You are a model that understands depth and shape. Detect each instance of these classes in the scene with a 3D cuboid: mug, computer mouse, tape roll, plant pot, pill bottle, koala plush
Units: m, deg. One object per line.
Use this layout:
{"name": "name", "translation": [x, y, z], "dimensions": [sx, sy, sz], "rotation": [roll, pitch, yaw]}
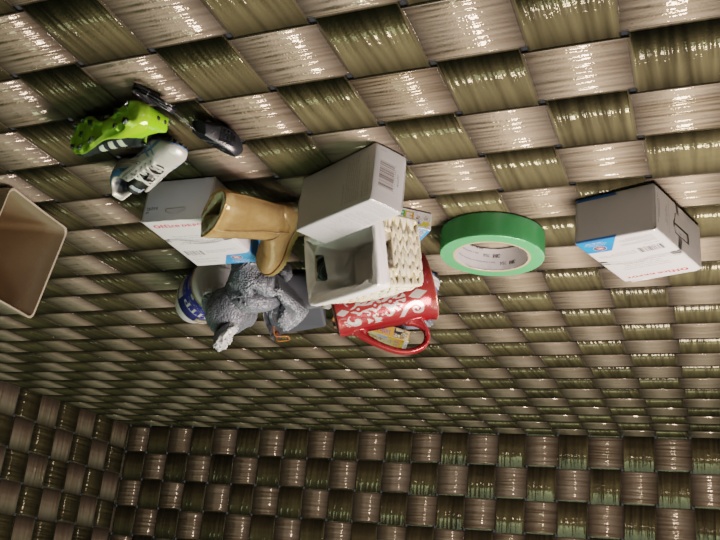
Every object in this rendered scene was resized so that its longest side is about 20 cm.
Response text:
{"name": "mug", "translation": [0.046, 0.067, 1.630], "dimensions": [0.196, 0.179, 0.135], "rotation": [-12, 136, -5]}
{"name": "computer mouse", "translation": [-0.256, -0.232, 1.278], "dimensions": [0.199, 0.035, 0.058], "rotation": [31, 174, -39]}
{"name": "tape roll", "translation": [0.249, -0.047, 1.593], "dimensions": [0.196, 0.049, 0.201], "rotation": [5, 159, 2]}
{"name": "plant pot", "translation": [-0.742, -0.046, 1.683], "dimensions": [0.173, 0.204, 0.200], "rotation": [11, 162, 19]}
{"name": "pill bottle", "translation": [-0.352, 0.055, 1.919], "dimensions": [0.118, 0.122, 0.199], "rotation": [15, 158, -24]}
{"name": "koala plush", "translation": [-0.246, 0.059, 1.744], "dimensions": [0.199, 0.179, 0.183], "rotation": [-38, 138, 12]}

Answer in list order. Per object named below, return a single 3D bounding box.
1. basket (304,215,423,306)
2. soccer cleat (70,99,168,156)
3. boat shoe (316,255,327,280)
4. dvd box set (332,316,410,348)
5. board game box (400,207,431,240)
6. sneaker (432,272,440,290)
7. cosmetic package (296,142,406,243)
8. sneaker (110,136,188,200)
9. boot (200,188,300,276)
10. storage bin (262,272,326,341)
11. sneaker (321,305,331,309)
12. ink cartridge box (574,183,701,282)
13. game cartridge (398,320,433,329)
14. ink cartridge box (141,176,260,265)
{"name": "basket", "translation": [0.006, -0.017, 1.490], "dimensions": [0.122, 0.139, 0.198], "rotation": [4, 167, -40]}
{"name": "soccer cleat", "translation": [-0.376, -0.210, 1.304], "dimensions": [0.197, 0.069, 0.080], "rotation": [-9, 162, 40]}
{"name": "boat shoe", "translation": [0.000, 0.000, 1.711], "dimensions": [0.196, 0.077, 0.060], "rotation": [-3, -164, -26]}
{"name": "dvd box set", "translation": [0.027, 0.151, 2.123], "dimensions": [0.196, 0.030, 0.147], "rotation": [16, 168, 3]}
{"name": "board game box", "translation": [0.040, -0.069, 1.610], "dimensions": [0.132, 0.035, 0.200], "rotation": [11, 159, -14]}
{"name": "sneaker", "translation": [0.073, 0.040, 1.824], "dimensions": [0.195, 0.079, 0.076], "rotation": [3, 161, 12]}
{"name": "cosmetic package", "translation": [-0.018, -0.123, 1.390], "dimensions": [0.073, 0.104, 0.198], "rotation": [22, 155, -34]}
{"name": "sneaker", "translation": [-0.352, -0.167, 1.407], "dimensions": [0.071, 0.074, 0.198], "rotation": [24, 151, -37]}
{"name": "boot", "translation": [-0.204, -0.067, 1.505], "dimensions": [0.198, 0.066, 0.177], "rotation": [1, 128, -47]}
{"name": "storage bin", "translation": [-0.149, 0.083, 1.933], "dimensions": [0.131, 0.149, 0.201], "rotation": [-5, 159, 1]}
{"name": "sneaker", "translation": [-0.065, 0.041, 1.819], "dimensions": [0.088, 0.082, 0.201], "rotation": [-35, 153, -10]}
{"name": "ink cartridge box", "translation": [0.477, -0.059, 1.444], "dimensions": [0.144, 0.086, 0.198], "rotation": [-12, 154, 39]}
{"name": "game cartridge", "translation": [0.083, 0.097, 2.034], "dimensions": [0.131, 0.041, 0.200], "rotation": [-8, 156, 23]}
{"name": "ink cartridge box", "translation": [-0.290, -0.088, 1.576], "dimensions": [0.142, 0.085, 0.200], "rotation": [-2, 157, 21]}
